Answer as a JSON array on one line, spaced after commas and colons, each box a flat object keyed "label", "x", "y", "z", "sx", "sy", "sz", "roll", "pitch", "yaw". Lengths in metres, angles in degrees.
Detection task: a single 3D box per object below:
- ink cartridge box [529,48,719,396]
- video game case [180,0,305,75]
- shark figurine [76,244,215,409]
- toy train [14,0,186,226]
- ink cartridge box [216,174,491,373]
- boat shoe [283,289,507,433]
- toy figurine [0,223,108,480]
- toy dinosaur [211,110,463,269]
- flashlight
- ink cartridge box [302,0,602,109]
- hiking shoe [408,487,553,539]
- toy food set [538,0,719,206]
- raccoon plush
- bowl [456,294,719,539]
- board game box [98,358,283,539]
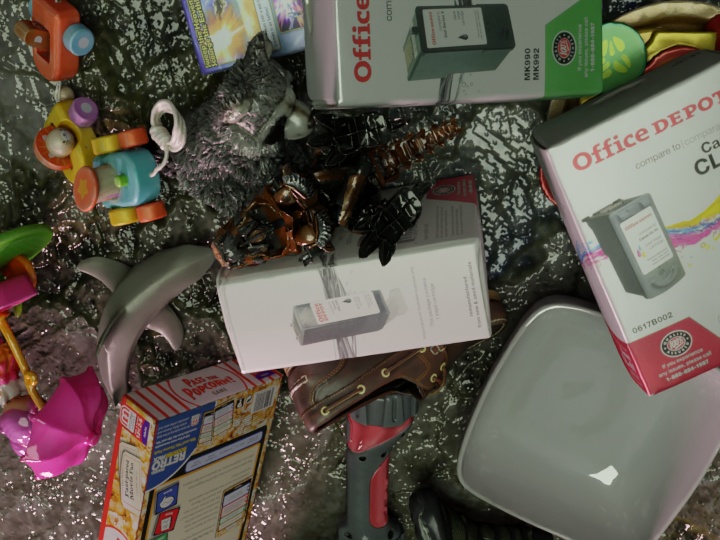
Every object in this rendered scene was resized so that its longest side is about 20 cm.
[{"label": "ink cartridge box", "x": 0.228, "y": -0.035, "z": 0.718, "sx": 0.146, "sy": 0.086, "sz": 0.202, "roll": -25, "pitch": 104, "yaw": 8}, {"label": "video game case", "x": -0.059, "y": -0.268, "z": 0.742, "sx": 0.178, "sy": 0.046, "sz": 0.203, "roll": -11, "pitch": 109, "yaw": 8}, {"label": "shark figurine", "x": -0.206, "y": 0.075, "z": 0.865, "sx": 0.126, "sy": 0.090, "sz": 0.218, "roll": 12, "pitch": 109, "yaw": 2}, {"label": "toy train", "x": -0.215, "y": -0.122, "z": 0.762, "sx": 0.200, "sy": 0.055, "sz": 0.152, "roll": 44, "pitch": 134, "yaw": 28}, {"label": "ink cartridge box", "x": 0.000, "y": 0.000, "z": 0.782, "sx": 0.196, "sy": 0.146, "sz": 0.086, "roll": -7, "pitch": 113, "yaw": 9}, {"label": "boat shoe", "x": 0.036, "y": 0.076, "z": 0.813, "sx": 0.197, "sy": 0.071, "sz": 0.071, "roll": -19, "pitch": 153, "yaw": -13}, {"label": "toy figurine", "x": -0.295, "y": 0.090, "z": 0.831, "sx": 0.199, "sy": 0.150, "sz": 0.186, "roll": -30, "pitch": 90, "yaw": 38}, {"label": "toy dinosaur", "x": -0.015, "y": -0.065, "z": 0.717, "sx": 0.102, "sy": 0.135, "sz": 0.201, "roll": 42, "pitch": 76, "yaw": -13}, {"label": "flashlight", "x": 0.018, "y": 0.184, "z": 0.896, "sx": 0.067, "sy": 0.068, "sz": 0.204, "roll": 17, "pitch": 119, "yaw": 34}, {"label": "ink cartridge box", "x": 0.063, "y": -0.190, "z": 0.693, "sx": 0.196, "sy": 0.084, "sz": 0.149, "roll": -6, "pitch": 100, "yaw": -15}, {"label": "hiking shoe", "x": 0.125, "y": 0.256, "z": 0.913, "sx": 0.100, "sy": 0.076, "sz": 0.200, "roll": -38, "pitch": 112, "yaw": 8}, {"label": "toy food set", "x": 0.238, "y": -0.105, "z": 0.772, "sx": 0.194, "sy": 0.049, "sz": 0.204, "roll": 1, "pitch": 111, "yaw": 5}, {"label": "raccoon plush", "x": -0.126, "y": -0.105, "z": 0.749, "sx": 0.196, "sy": 0.098, "sz": 0.135, "roll": -7, "pitch": 151, "yaw": 9}, {"label": "bowl", "x": 0.195, "y": 0.123, "z": 0.847, "sx": 0.197, "sy": 0.075, "sz": 0.202, "roll": 23, "pitch": 112, "yaw": -3}, {"label": "board game box", "x": -0.151, "y": 0.187, "z": 0.865, "sx": 0.046, "sy": 0.150, "sz": 0.203, "roll": 28, "pitch": 114, "yaw": 31}]
